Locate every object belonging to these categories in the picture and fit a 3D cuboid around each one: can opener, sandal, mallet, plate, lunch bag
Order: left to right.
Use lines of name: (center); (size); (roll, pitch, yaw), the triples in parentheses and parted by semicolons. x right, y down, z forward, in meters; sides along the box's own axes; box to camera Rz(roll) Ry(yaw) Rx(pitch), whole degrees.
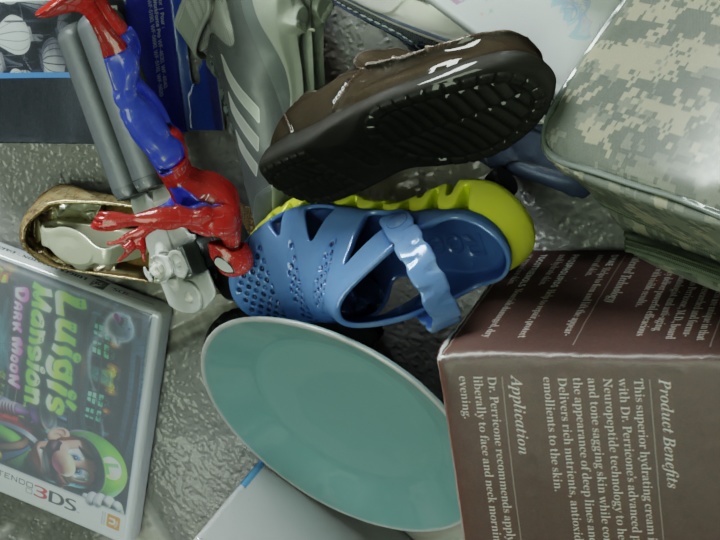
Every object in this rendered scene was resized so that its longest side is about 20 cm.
can opener: (-0.131, -0.068, 0.981); (0.052, 0.066, 0.202); (-16, 101, 48)
plate: (-0.009, 0.092, 0.975); (0.199, 0.026, 0.201); (22, 144, 17)
sandal: (0.000, 0.000, 0.910); (0.199, 0.087, 0.080); (-11, 121, 34)
mallet: (0.021, -0.014, 0.967); (0.066, 0.041, 0.200); (42, 133, 1)
lunch bag: (0.218, -0.049, 0.792); (0.199, 0.167, 0.140); (26, 82, 52)

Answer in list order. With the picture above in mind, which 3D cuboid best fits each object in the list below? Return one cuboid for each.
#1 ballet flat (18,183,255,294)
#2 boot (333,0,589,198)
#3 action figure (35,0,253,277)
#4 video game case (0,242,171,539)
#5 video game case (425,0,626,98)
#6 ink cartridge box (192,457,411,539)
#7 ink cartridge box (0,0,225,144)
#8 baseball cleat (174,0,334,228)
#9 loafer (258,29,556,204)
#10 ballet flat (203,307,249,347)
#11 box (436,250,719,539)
ballet flat: (-0.142, -0.014, 1.041); (0.198, 0.065, 0.071); (5, 112, 20)
boot: (0.060, -0.115, 0.911); (0.199, 0.073, 0.091); (25, 120, 14)
action figure: (-0.138, -0.064, 0.897); (0.098, 0.065, 0.201); (-31, 114, 9)
video game case: (-0.234, 0.087, 1.145); (0.180, 0.023, 0.202); (19, 117, 14)
video game case: (0.087, -0.224, 0.845); (0.199, 0.024, 0.183); (37, 96, 4)
ink cartridge box: (-0.075, 0.254, 1.075); (0.146, 0.147, 0.200); (39, 121, 3)
ink cartridge box: (-0.190, -0.135, 1.028); (0.198, 0.039, 0.100); (1, 110, 21)
baseball cleat: (-0.065, -0.113, 0.977); (0.106, 0.070, 0.202); (18, 116, 31)
loafer: (0.020, -0.098, 0.858); (0.199, 0.072, 0.073); (-15, 146, 40)
ballet flat: (-0.021, 0.095, 1.039); (0.199, 0.057, 0.067); (32, 120, 7)
box: (0.168, 0.091, 0.897); (0.198, 0.164, 0.168); (0, 111, 22)
